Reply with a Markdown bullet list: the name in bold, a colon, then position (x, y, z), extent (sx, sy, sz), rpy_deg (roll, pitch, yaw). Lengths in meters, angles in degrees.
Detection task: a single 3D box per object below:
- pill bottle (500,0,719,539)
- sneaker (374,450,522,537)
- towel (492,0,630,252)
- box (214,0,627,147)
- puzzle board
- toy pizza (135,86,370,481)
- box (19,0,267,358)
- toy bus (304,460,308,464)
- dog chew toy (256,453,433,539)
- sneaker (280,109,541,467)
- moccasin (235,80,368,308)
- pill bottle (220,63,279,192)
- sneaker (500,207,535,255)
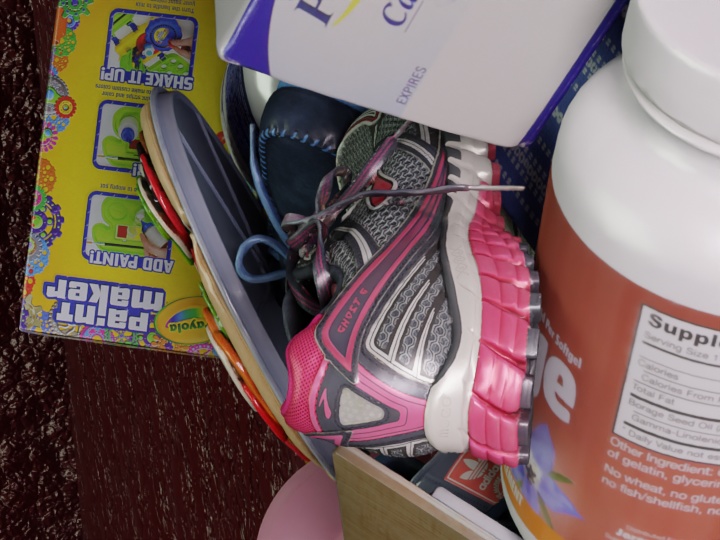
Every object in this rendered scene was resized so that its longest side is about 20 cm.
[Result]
- **pill bottle**: position (0.107, 0.002, 0.621), extent (0.112, 0.112, 0.200), rpy_deg (-113, 21, -45)
- **sneaker**: position (0.067, 0.095, 0.763), extent (0.200, 0.075, 0.085), rpy_deg (-12, 119, 50)
- **towel**: position (0.085, -0.119, 0.692), extent (0.200, 0.024, 0.145), rpy_deg (-63, 33, 26)
- **box**: position (0.038, -0.172, 0.633), extent (0.200, 0.105, 0.184), rpy_deg (-94, 28, -48)
- **puzzle board**: position (0.078, 0.142, 0.719), extent (0.200, 0.017, 0.151), rpy_deg (31, 154, 20)
- **toy pizza**: position (-0.052, 0.012, 0.922), extent (0.200, 0.032, 0.200), rpy_deg (63, -175, -10)
- **box**: position (-0.096, -0.056, 1.161), extent (0.200, 0.122, 0.193), rpy_deg (-3, -80, -84)
- **toy bus**: position (-0.002, 0.019, 1.142), extent (0.078, 0.065, 0.200), rpy_deg (-114, 22, -48)
- **dog chew toy**: position (0.027, 0.156, 1.009), extent (0.200, 0.124, 0.125), rpy_deg (-160, 63, -65)
- **sneaker**: position (0.009, -0.008, 0.674), extent (0.200, 0.075, 0.081), rpy_deg (-101, 13, -66)
- **moccasin**: position (0.000, 0.000, 0.845), extent (0.080, 0.068, 0.200), rpy_deg (20, 157, 27)
- **pill bottle**: position (0.004, -0.086, 0.925), extent (0.200, 0.119, 0.120), rpy_deg (155, 107, -81)
- **sneaker**: position (0.096, 0.013, 0.779), extent (0.200, 0.077, 0.085), rpy_deg (86, 157, -43)
